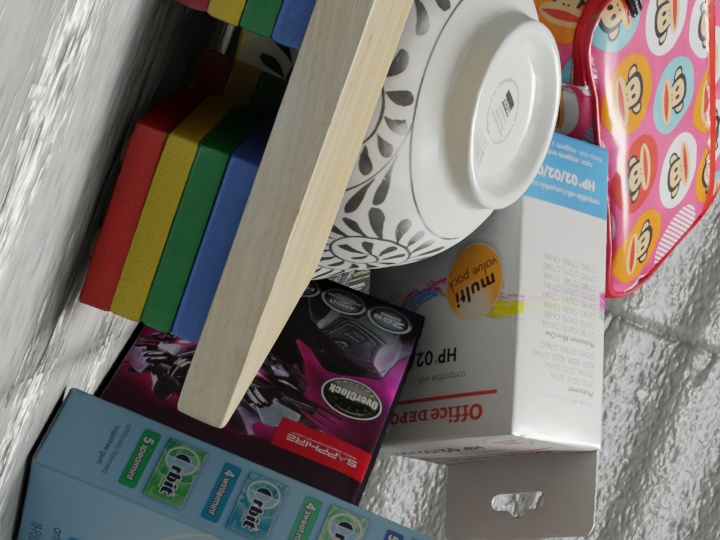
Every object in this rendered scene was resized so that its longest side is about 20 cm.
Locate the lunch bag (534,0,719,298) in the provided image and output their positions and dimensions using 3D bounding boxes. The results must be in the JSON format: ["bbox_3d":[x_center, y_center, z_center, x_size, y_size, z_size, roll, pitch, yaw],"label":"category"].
[{"bbox_3d":[0.151,-0.103,1.098,0.176,0.082,0.201,-42,137,-38],"label":"lunch bag"}]

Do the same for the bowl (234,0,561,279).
[{"bbox_3d":[0.033,-0.082,0.908,0.200,0.094,0.202,-34,131,-49],"label":"bowl"}]

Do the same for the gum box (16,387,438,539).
[{"bbox_3d":[-0.047,0.152,0.807,0.045,0.199,0.170,-66,178,-45],"label":"gum box"}]

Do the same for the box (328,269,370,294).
[{"bbox_3d":[0.000,0.000,1.139,0.199,0.044,0.161,-18,143,-43],"label":"box"}]

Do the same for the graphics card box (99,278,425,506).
[{"bbox_3d":[-0.050,0.065,0.908,0.200,0.125,0.051,-63,173,-60],"label":"graphics card box"}]

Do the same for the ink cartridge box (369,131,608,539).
[{"bbox_3d":[0.063,0.036,1.009,0.115,0.068,0.201,-12,-110,48],"label":"ink cartridge box"}]

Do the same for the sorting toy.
[{"bbox_3d":[-0.032,-0.073,0.737,0.199,0.069,0.201,-63,173,-71],"label":"sorting toy"}]
